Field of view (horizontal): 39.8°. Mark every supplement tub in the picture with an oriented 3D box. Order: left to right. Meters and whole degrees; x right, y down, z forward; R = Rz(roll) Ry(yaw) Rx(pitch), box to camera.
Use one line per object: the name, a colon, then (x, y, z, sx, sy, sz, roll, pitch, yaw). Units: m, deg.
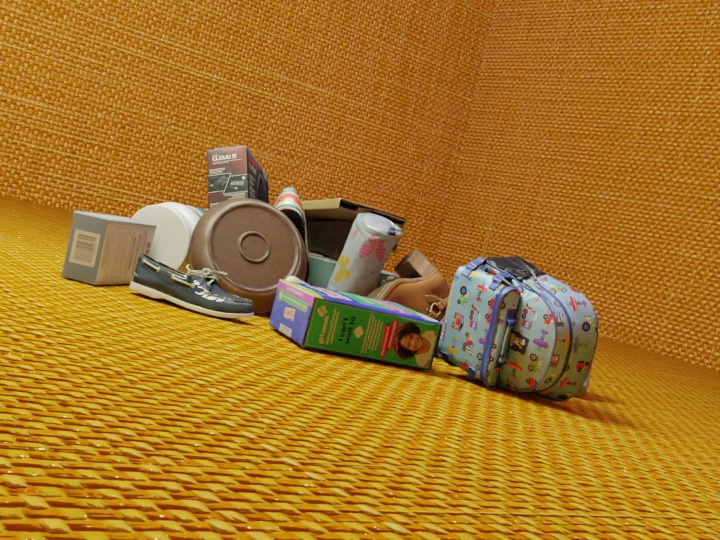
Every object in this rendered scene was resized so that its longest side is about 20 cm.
supplement tub: (-0.316, -0.045, 1.748, 0.138, 0.142, 0.200, 14, 3, 15)

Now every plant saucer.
plant saucer: (-0.176, -0.032, 1.608, 0.198, 0.203, 0.034, 13, -25, -18)

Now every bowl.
bowl: (-0.034, 0.037, 1.870, 0.198, 0.107, 0.201, 14, 2, -1)

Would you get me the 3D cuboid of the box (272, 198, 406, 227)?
box: (-0.041, -0.102, 1.815, 0.162, 0.022, 0.199, 14, -7, -40)

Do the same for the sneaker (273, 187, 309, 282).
sneaker: (-0.124, -0.057, 1.767, 0.069, 0.201, 0.094, 1, 44, 0)

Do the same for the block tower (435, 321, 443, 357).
block tower: (0.061, 0.098, 1.593, 0.198, 0.055, 0.058, 12, 2, -28)

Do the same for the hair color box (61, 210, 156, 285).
hair color box: (-0.388, -0.033, 1.547, 0.060, 0.100, 0.200, 13, 2, 9)

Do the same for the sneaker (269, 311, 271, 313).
sneaker: (-0.172, 0.024, 1.737, 0.078, 0.081, 0.199, 11, 1, -28)

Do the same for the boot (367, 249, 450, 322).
boot: (0.092, 0.078, 1.687, 0.155, 0.200, 0.073, 50, -31, -9)

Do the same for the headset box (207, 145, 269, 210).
headset box: (-0.211, -0.114, 1.739, 0.076, 0.203, 0.149, -5, -16, 8)

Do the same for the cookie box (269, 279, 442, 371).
cookie box: (-0.011, 0.076, 1.421, 0.197, 0.076, 0.171, 12, 3, -23)

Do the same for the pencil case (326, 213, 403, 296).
pencil case: (0.000, 0.000, 1.728, 0.090, 0.202, 0.083, 8, 24, -42)

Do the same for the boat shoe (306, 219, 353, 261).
boat shoe: (-0.048, -0.056, 1.838, 0.198, 0.077, 0.072, 16, 1, 23)

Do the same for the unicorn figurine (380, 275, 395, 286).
unicorn figurine: (0.114, 0.075, 1.813, 0.197, 0.139, 0.074, 0, 27, 11)

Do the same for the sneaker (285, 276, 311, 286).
sneaker: (-0.074, 0.054, 1.569, 0.081, 0.076, 0.200, 12, 1, 15)

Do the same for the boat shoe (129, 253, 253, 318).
boat shoe: (-0.245, 0.024, 1.464, 0.197, 0.063, 0.075, 15, 1, 19)

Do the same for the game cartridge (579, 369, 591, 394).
game cartridge: (0.274, 0.119, 1.588, 0.197, 0.041, 0.134, 14, 44, 10)

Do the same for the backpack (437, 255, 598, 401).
backpack: (0.226, 0.090, 1.392, 0.133, 0.185, 0.199, 1, 22, -40)
